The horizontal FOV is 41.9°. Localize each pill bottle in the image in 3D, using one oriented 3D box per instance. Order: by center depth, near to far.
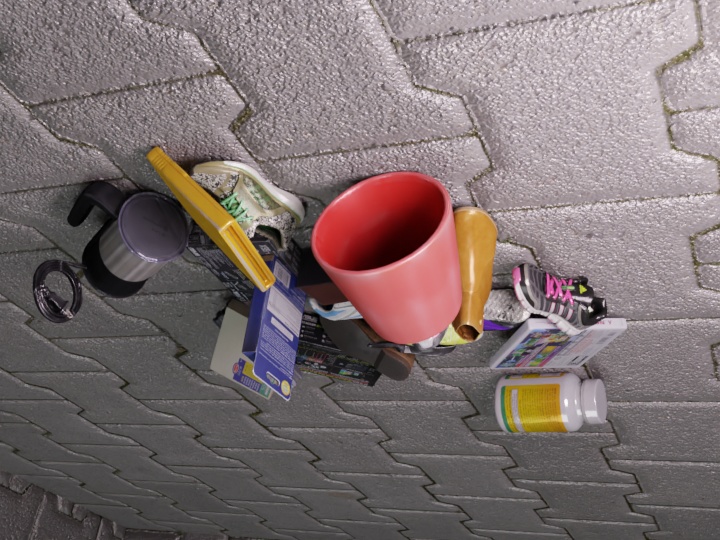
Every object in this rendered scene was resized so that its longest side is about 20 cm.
[{"bbox_3d":[0.369,0.256,1.821,0.198,0.114,0.113,-7,148,28],"label":"pill bottle"}]

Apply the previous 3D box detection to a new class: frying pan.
[{"bbox_3d":[0.104,0.138,1.679,0.114,0.031,0.189,8,-169,29],"label":"frying pan"}]

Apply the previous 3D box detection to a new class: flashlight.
[{"bbox_3d":[-0.190,0.143,1.776,0.200,0.068,0.068,49,137,-12],"label":"flashlight"}]

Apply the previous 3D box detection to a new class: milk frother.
[{"bbox_3d":[-0.400,-0.015,1.487,0.179,0.202,0.188,27,148,-23],"label":"milk frother"}]

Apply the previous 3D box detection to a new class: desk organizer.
[{"bbox_3d":[0.000,0.000,1.515,0.198,0.073,0.077,-9,149,33],"label":"desk organizer"}]

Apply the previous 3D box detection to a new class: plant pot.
[{"bbox_3d":[0.052,-0.008,1.309,0.198,0.202,0.178,-3,136,24],"label":"plant pot"}]

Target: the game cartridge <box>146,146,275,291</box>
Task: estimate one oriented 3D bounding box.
[{"bbox_3d":[-0.217,-0.075,1.370,0.200,0.032,0.177,44,170,32],"label":"game cartridge"}]

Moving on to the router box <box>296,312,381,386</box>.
[{"bbox_3d":[-0.045,0.156,1.831,0.197,0.063,0.150,14,152,-8],"label":"router box"}]

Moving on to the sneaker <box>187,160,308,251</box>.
[{"bbox_3d":[-0.166,-0.092,1.376,0.199,0.090,0.077,27,148,-29],"label":"sneaker"}]

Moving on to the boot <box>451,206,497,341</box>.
[{"bbox_3d":[0.166,0.012,1.397,0.070,0.146,0.202,2,151,13],"label":"boot"}]

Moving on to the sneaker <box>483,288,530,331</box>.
[{"bbox_3d":[0.177,0.064,1.574,0.197,0.070,0.100,15,155,-8],"label":"sneaker"}]

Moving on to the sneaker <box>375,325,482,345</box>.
[{"bbox_3d":[0.116,0.105,1.643,0.197,0.077,0.076,4,119,8],"label":"sneaker"}]

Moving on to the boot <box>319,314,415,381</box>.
[{"bbox_3d":[0.014,0.122,1.748,0.199,0.076,0.074,34,133,-3],"label":"boot"}]

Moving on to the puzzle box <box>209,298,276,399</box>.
[{"bbox_3d":[-0.201,0.148,1.725,0.132,0.026,0.201,27,137,3],"label":"puzzle box"}]

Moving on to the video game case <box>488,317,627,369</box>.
[{"bbox_3d":[0.341,0.129,1.646,0.180,0.023,0.200,0,155,-14],"label":"video game case"}]

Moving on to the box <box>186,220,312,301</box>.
[{"bbox_3d":[-0.176,-0.016,1.567,0.156,0.050,0.200,-3,150,24],"label":"box"}]

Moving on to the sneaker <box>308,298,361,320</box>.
[{"bbox_3d":[-0.006,0.043,1.593,0.198,0.073,0.072,-15,154,39],"label":"sneaker"}]

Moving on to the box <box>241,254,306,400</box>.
[{"bbox_3d":[-0.136,0.092,1.485,0.032,0.202,0.121,-7,149,24],"label":"box"}]

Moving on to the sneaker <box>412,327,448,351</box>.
[{"bbox_3d":[0.109,0.076,1.421,0.078,0.201,0.096,-12,114,12],"label":"sneaker"}]

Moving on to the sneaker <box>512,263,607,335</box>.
[{"bbox_3d":[0.318,0.037,1.475,0.087,0.075,0.199,-25,136,39],"label":"sneaker"}]
